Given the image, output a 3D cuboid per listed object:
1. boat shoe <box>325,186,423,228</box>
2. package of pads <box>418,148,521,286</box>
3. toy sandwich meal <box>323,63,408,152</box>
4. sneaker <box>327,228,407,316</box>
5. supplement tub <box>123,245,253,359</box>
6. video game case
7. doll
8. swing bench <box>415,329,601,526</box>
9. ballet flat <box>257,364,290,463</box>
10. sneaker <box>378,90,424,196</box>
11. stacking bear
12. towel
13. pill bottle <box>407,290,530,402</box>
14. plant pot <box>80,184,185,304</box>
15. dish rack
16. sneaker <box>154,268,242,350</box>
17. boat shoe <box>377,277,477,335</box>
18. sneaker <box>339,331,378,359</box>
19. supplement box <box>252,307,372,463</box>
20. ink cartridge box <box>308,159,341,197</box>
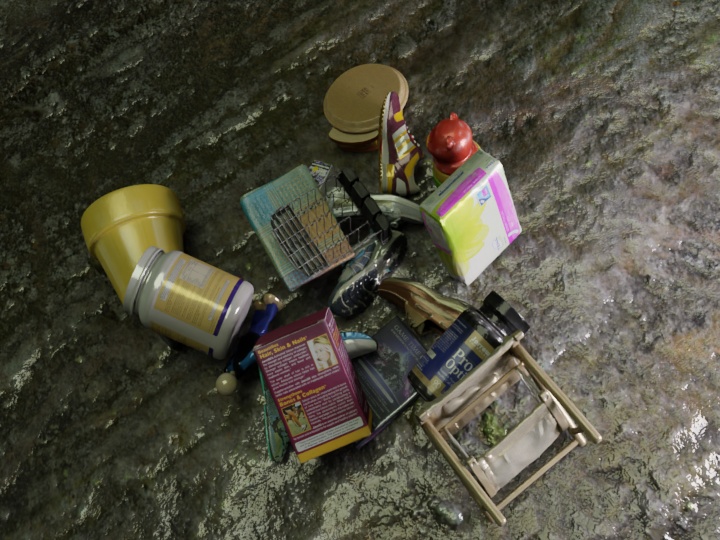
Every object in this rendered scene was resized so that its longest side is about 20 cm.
[{"bbox_3d":[0.028,-0.110,1.551,0.197,0.074,0.067,10,86,-5],"label":"boat shoe"},{"bbox_3d":[0.191,-0.084,1.417,0.154,0.201,0.068,-43,50,-9],"label":"package of pads"},{"bbox_3d":[0.014,-0.339,1.711,0.200,0.071,0.209,-8,56,12],"label":"toy sandwich meal"},{"bbox_3d":[0.000,0.000,1.518,0.085,0.078,0.200,26,62,35],"label":"sneaker"},{"bbox_3d":[-0.302,0.054,1.460,0.196,0.146,0.148,24,67,-1],"label":"supplement tub"},{"bbox_3d":[0.030,0.190,1.422,0.199,0.019,0.143,-38,57,-7],"label":"video game case"},{"bbox_3d":[-0.204,0.141,1.483,0.136,0.048,0.202,-33,27,47],"label":"doll"},{"bbox_3d":[0.213,0.234,1.231,0.197,0.130,0.201,-36,77,-6],"label":"swing bench"},{"bbox_3d":[-0.137,0.229,1.428,0.073,0.075,0.204,-17,58,8],"label":"ballet flat"},{"bbox_3d":[0.080,-0.246,1.607,0.088,0.075,0.206,2,88,-4],"label":"sneaker"},{"bbox_3d":[0.173,-0.193,1.487,0.111,0.201,0.124,7,62,22],"label":"stacking bear"},{"bbox_3d":[-0.116,-0.078,1.498,0.144,0.022,0.203,-27,76,-13],"label":"towel"},{"bbox_3d":[0.177,0.136,1.328,0.201,0.112,0.112,-48,57,1],"label":"pill bottle"},{"bbox_3d":[-0.425,-0.035,1.614,0.197,0.201,0.192,-25,70,3],"label":"plant pot"},{"bbox_3d":[-0.056,-0.081,1.466,0.198,0.055,0.155,-32,75,-14],"label":"dish rack"},{"bbox_3d":[-0.299,0.079,1.569,0.198,0.071,0.098,-34,63,-7],"label":"sneaker"},{"bbox_3d":[0.112,0.073,1.430,0.197,0.076,0.075,20,72,28],"label":"boat shoe"},{"bbox_3d":[-0.063,0.160,1.417,0.195,0.075,0.089,-11,68,3],"label":"sneaker"},{"bbox_3d":[-0.074,0.183,1.331,0.128,0.103,0.204,-21,96,5],"label":"supplement box"},{"bbox_3d":[-0.099,-0.096,1.578,0.049,0.109,0.203,17,67,26],"label":"ink cartridge box"}]
